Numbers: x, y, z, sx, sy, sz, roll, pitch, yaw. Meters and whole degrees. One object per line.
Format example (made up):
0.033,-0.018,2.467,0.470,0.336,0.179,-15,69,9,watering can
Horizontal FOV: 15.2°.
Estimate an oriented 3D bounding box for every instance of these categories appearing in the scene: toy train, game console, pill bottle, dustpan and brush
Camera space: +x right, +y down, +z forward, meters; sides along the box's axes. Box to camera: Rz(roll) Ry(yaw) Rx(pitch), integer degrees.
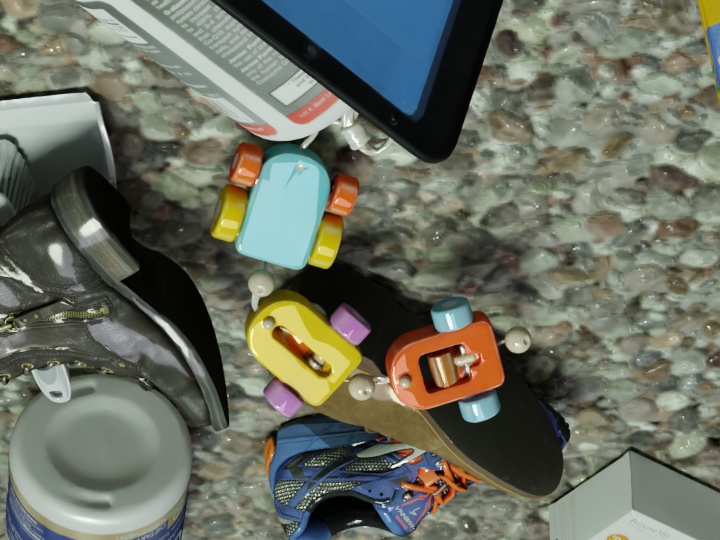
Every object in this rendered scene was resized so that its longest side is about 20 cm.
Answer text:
0.000,0.000,1.484,0.149,0.056,0.201,-22,109,-1,toy train
0.029,-0.178,1.227,0.176,0.117,0.200,-37,129,24,game console
-0.080,-0.158,1.273,0.115,0.117,0.200,-29,132,31,pill bottle
-0.190,-0.005,1.501,0.138,0.058,0.201,-6,140,8,dustpan and brush
-0.165,0.165,1.667,0.110,0.112,0.201,5,141,-5,pill bottle

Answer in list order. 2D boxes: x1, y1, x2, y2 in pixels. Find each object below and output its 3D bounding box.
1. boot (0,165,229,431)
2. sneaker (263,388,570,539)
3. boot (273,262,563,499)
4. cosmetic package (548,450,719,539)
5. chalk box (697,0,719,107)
-0.181,0.041,1.477,0.173,0.069,0.201,-27,122,12,boot
0.036,0.125,1.642,0.199,0.079,0.075,-17,138,20,sneaker
0.030,0.073,1.577,0.199,0.074,0.075,35,139,-11,boot
0.223,0.188,1.739,0.199,0.051,0.082,25,134,-27,cosmetic package
0.225,-0.138,1.253,0.124,0.202,0.124,-13,-178,19,chalk box
